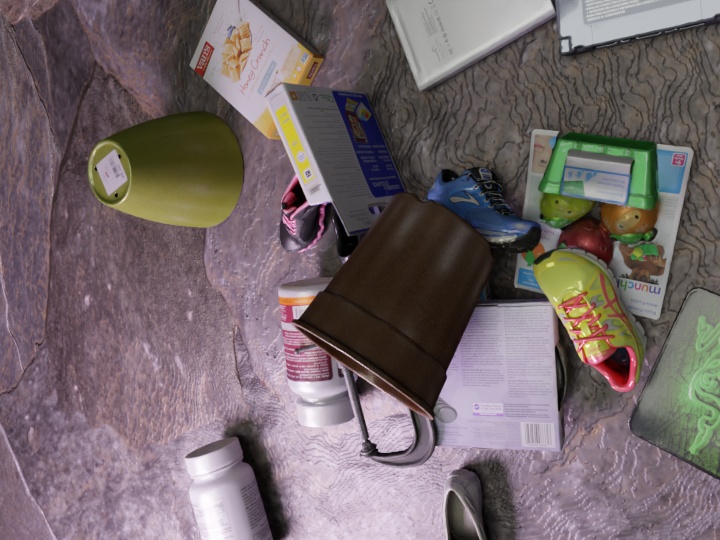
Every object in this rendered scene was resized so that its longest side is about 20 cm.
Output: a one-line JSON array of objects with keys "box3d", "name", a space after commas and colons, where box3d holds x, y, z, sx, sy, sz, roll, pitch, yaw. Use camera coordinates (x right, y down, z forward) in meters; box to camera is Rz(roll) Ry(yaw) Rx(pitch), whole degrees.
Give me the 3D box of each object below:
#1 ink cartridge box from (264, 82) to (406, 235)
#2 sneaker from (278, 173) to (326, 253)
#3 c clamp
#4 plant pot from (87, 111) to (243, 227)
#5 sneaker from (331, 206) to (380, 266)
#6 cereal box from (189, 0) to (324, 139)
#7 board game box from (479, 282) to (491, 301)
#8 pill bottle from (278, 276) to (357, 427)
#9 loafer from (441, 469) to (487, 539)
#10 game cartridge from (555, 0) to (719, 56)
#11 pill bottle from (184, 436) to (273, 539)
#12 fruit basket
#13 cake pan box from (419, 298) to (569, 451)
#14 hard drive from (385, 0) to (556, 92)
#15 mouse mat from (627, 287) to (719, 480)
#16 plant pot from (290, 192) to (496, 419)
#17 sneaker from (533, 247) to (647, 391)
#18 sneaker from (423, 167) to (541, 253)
[{"box3d": [-0.018, -0.142, 0.907, 0.046, 0.196, 0.205, -23, 86, 32], "name": "ink cartridge box"}, {"box3d": [-0.089, -0.092, 0.998, 0.079, 0.095, 0.201, 45, 135, 14], "name": "sneaker"}, {"box3d": [0.015, 0.174, 0.933, 0.168, 0.027, 0.205, -23, 85, 22], "name": "c clamp"}, {"box3d": [-0.314, -0.155, 1.070, 0.183, 0.199, 0.193, 5, 100, 28], "name": "plant pot"}, {"box3d": [0.000, 0.000, 0.980, 0.074, 0.087, 0.205, -16, 90, 29], "name": "sneaker"}, {"box3d": [-0.163, -0.319, 1.052, 0.199, 0.039, 0.146, 41, 115, 18], "name": "cereal box"}, {"box3d": [0.119, 0.087, 0.950, 0.131, 0.034, 0.206, -7, 94, 23], "name": "board game box"}, {"box3d": [-0.059, 0.118, 1.020, 0.107, 0.109, 0.206, -2, 96, 29], "name": "pill bottle"}, {"box3d": [0.147, 0.385, 0.966, 0.068, 0.069, 0.206, -10, 93, 29], "name": "loafer"}, {"box3d": [0.320, -0.333, 0.781, 0.195, 0.041, 0.137, -4, 92, 30], "name": "game cartridge"}, {"box3d": [-0.220, 0.393, 1.150, 0.111, 0.113, 0.206, -17, 89, 30], "name": "pill bottle"}, {"box3d": [0.277, -0.054, 0.816, 0.181, 0.093, 0.206, 14, 108, 26], "name": "fruit basket"}, {"box3d": [0.167, 0.132, 0.889, 0.195, 0.052, 0.190, -4, 97, 24], "name": "cake pan box"}, {"box3d": [0.138, -0.339, 0.887, 0.197, 0.026, 0.135, -23, 86, 30], "name": "hard drive"}, {"box3d": [0.425, 0.141, 0.810, 0.158, 0.007, 0.205, 25, 108, 24], "name": "mouse mat"}, {"box3d": [0.050, 0.033, 0.810, 0.197, 0.201, 0.201, 29, 80, 22], "name": "plant pot"}, {"box3d": [0.268, 0.059, 0.792, 0.200, 0.091, 0.078, 44, 131, -17], "name": "sneaker"}, {"box3d": [0.149, -0.083, 0.864, 0.199, 0.077, 0.091, 32, 106, 50], "name": "sneaker"}]
